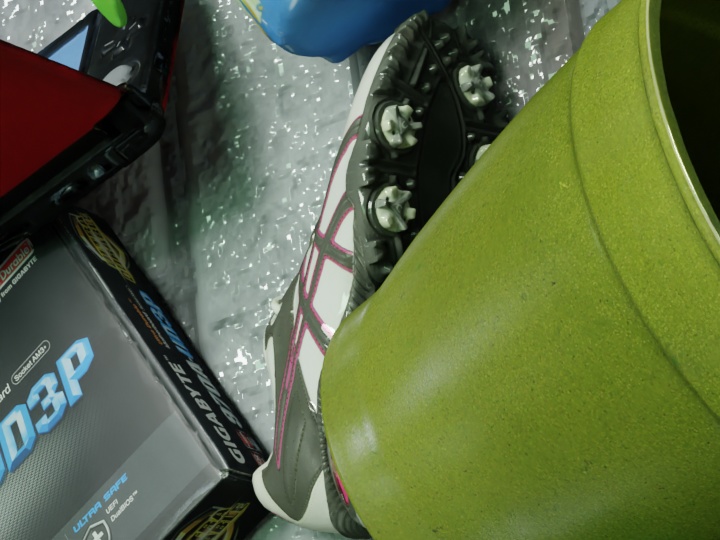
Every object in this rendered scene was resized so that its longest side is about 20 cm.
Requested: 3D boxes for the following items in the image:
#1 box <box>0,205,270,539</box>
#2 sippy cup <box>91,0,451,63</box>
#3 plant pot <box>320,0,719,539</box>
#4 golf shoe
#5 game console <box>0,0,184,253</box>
[{"bbox_3d":[-0.142,0.095,1.135,0.200,0.046,0.159,-46,57,15],"label":"box"},{"bbox_3d":[-0.019,-0.156,1.075,0.178,0.140,0.130,-41,67,27],"label":"sippy cup"},{"bbox_3d":[0.094,0.022,0.924,0.193,0.200,0.201,-35,60,34],"label":"plant pot"},{"bbox_3d":[0.000,0.000,1.052,0.088,0.077,0.200,-6,69,46],"label":"golf shoe"},{"bbox_3d":[-0.183,-0.055,1.115,0.200,0.119,0.172,-34,29,25],"label":"game console"}]
